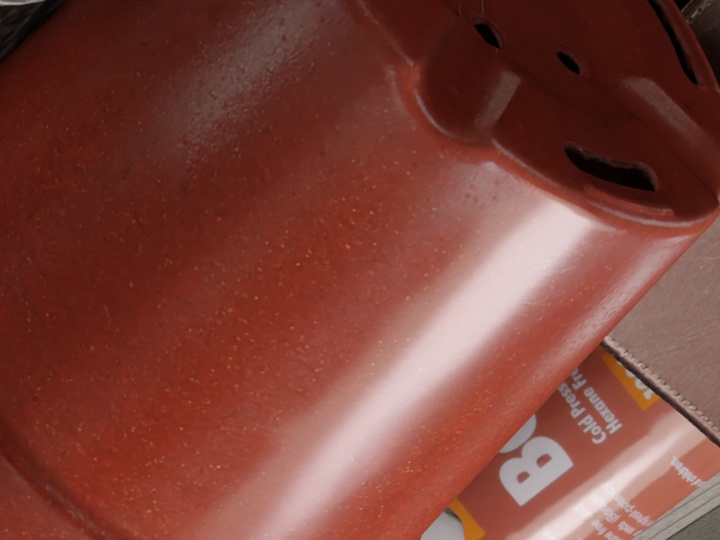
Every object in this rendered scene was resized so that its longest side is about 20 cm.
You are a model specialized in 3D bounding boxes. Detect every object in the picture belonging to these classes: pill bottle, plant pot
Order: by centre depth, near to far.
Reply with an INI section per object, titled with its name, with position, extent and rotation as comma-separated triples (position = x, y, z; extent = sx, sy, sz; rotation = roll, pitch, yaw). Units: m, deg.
[plant pot]
position = -0.020, -0.012, 0.681
extent = 0.195, 0.201, 0.200
rotation = -44, 159, 31
[pill bottle]
position = 0.049, 0.072, 0.980
extent = 0.200, 0.112, 0.112
rotation = -39, 164, 8

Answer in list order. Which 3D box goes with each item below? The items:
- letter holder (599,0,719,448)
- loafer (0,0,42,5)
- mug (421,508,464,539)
[letter holder]
position = 0.141, -0.018, 0.815
extent = 0.142, 0.101, 0.200
rotation = -46, 131, 6
[loafer]
position = -0.045, -0.102, 0.520
extent = 0.070, 0.070, 0.200
rotation = -19, 165, -26
[mug]
position = -0.051, 0.129, 0.831
extent = 0.176, 0.147, 0.200
rotation = -56, 174, -2
